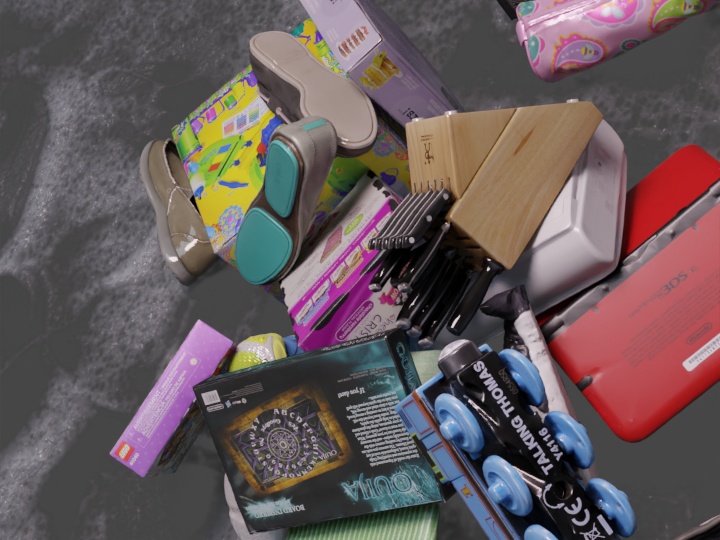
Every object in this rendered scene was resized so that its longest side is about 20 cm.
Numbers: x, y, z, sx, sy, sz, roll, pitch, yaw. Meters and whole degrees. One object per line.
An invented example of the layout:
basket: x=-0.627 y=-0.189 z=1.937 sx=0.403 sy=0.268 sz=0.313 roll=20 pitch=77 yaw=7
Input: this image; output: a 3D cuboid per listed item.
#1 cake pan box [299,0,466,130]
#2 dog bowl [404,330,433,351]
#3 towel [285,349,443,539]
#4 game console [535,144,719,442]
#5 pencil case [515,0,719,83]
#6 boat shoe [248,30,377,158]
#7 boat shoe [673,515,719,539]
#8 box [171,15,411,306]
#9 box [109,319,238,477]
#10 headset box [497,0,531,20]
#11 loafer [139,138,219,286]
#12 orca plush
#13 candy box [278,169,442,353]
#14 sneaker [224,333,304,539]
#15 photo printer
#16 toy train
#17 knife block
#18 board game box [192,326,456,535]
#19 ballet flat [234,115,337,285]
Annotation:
cake pan box: x=0.021 y=-0.208 z=1.236 sx=0.052 sy=0.184 sz=0.200 roll=-39 pitch=47 yaw=11
dog bowl: x=0.016 y=0.112 z=1.132 sx=0.111 sy=0.050 sz=0.201 roll=-18 pitch=54 yaw=28
towel: x=0.007 y=0.167 z=1.052 sx=0.152 sy=0.023 sz=0.201 roll=-6 pitch=67 yaw=37
game console: x=0.244 y=0.014 z=1.040 sx=0.200 sy=0.119 sz=0.173 roll=-41 pitch=77 yaw=10
pencil case: x=0.240 y=-0.242 z=1.159 sx=0.200 sy=0.087 sz=0.088 roll=-21 pitch=52 yaw=27
boat shoe: x=-0.042 y=-0.152 z=1.182 sx=0.067 sy=0.057 sz=0.200 roll=-20 pitch=46 yaw=-22
boat shoe: x=0.215 y=0.218 z=0.893 sx=0.200 sy=0.057 sz=0.067 roll=-36 pitch=47 yaw=15
box: x=-0.059 y=-0.111 z=1.281 sx=0.200 sy=0.122 sz=0.193 roll=-36 pitch=46 yaw=13
box: x=-0.160 y=0.120 z=1.177 sx=0.039 sy=0.200 sz=0.137 roll=33 pitch=83 yaw=4
headset box: x=0.175 y=-0.345 z=1.193 sx=0.174 sy=0.200 sz=0.093 roll=-9 pitch=58 yaw=34
loafer: x=-0.187 y=-0.071 z=1.400 sx=0.069 sy=0.075 sz=0.200 roll=-26 pitch=54 yaw=7
orca plush: x=0.124 y=0.116 z=0.971 sx=0.071 sy=0.201 sz=0.105 roll=-21 pitch=14 yaw=13
candy box: x=0.000 y=0.000 z=1.110 sx=0.136 sy=0.061 sz=0.200 roll=-48 pitch=18 yaw=7
sneaker: x=-0.065 y=0.149 z=1.148 sx=0.076 sy=0.105 sz=0.201 roll=10 pitch=106 yaw=29
photo printer: x=0.126 y=-0.025 z=1.078 sx=0.200 sy=0.069 sz=0.167 roll=-33 pitch=27 yaw=36
toy train: x=0.111 y=0.141 z=0.900 sx=0.087 sy=0.114 sz=0.200 roll=-32 pitch=83 yaw=-22
knife block: x=0.099 y=-0.036 z=0.994 sx=0.064 sy=0.199 sz=0.176 roll=1 pitch=99 yaw=61
board game box: x=-0.031 y=0.131 z=1.017 sx=0.200 sy=0.028 sz=0.136 roll=-16 pitch=97 yaw=34
ballet flat: x=-0.060 y=-0.059 z=1.140 sx=0.064 sy=0.200 sz=0.067 roll=-33 pitch=69 yaw=-34
